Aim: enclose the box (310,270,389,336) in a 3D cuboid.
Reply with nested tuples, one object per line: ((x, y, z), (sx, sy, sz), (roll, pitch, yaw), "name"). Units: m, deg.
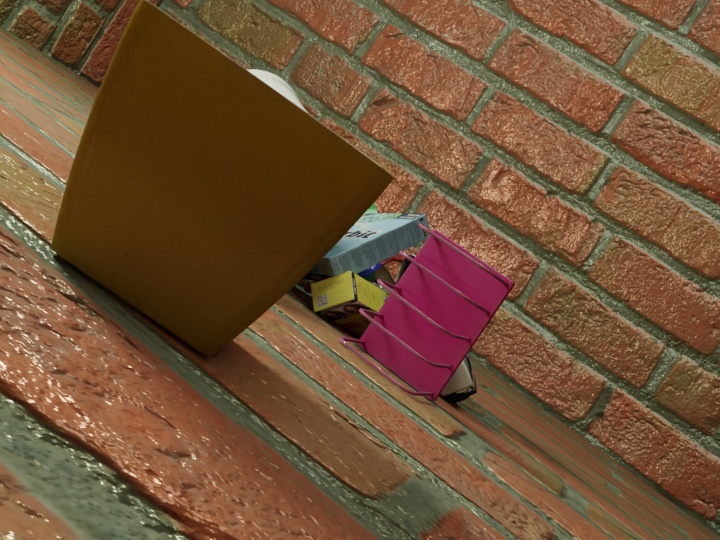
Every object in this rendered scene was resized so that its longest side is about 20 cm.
((0.006, 0.060, 1.371), (0.200, 0.075, 0.050), (33, 44, -56), "box")

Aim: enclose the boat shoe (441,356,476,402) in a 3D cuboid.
((0.129, 0.121, 1.421), (0.093, 0.074, 0.201), (44, 27, -69), "boat shoe")

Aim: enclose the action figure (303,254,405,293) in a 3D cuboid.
((0.000, 0.000, 1.501), (0.099, 0.199, 0.066), (17, -54, 60), "action figure")

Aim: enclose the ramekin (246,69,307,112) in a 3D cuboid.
((-0.160, -0.191, 1.332), (0.200, 0.201, 0.098), (33, 11, -46), "ramekin")

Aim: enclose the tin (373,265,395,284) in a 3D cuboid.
((0.027, 0.045, 1.687), (0.200, 0.042, 0.113), (179, -103, -73), "tin")

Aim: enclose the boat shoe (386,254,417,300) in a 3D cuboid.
((0.075, 0.061, 1.338), (0.075, 0.201, 0.062), (-7, -45, 26), "boat shoe")

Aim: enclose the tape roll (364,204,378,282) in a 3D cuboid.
((-0.020, -0.041, 1.657), (0.048, 0.202, 0.200), (6, 12, -19), "tape roll")

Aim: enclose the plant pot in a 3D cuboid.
((-0.111, -0.052, 0.664), (0.200, 0.177, 0.200), (34, 2, -4), "plant pot")

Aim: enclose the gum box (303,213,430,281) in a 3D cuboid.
((-0.012, -0.041, 1.444), (0.170, 0.199, 0.045), (5, -64, 56), "gum box")

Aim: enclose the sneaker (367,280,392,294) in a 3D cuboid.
((0.033, 0.075, 1.521), (0.078, 0.090, 0.200), (45, -25, -28), "sneaker")

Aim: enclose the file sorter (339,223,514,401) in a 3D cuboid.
((0.087, 0.055, 1.191), (0.139, 0.200, 0.125), (35, 5, 20), "file sorter")
